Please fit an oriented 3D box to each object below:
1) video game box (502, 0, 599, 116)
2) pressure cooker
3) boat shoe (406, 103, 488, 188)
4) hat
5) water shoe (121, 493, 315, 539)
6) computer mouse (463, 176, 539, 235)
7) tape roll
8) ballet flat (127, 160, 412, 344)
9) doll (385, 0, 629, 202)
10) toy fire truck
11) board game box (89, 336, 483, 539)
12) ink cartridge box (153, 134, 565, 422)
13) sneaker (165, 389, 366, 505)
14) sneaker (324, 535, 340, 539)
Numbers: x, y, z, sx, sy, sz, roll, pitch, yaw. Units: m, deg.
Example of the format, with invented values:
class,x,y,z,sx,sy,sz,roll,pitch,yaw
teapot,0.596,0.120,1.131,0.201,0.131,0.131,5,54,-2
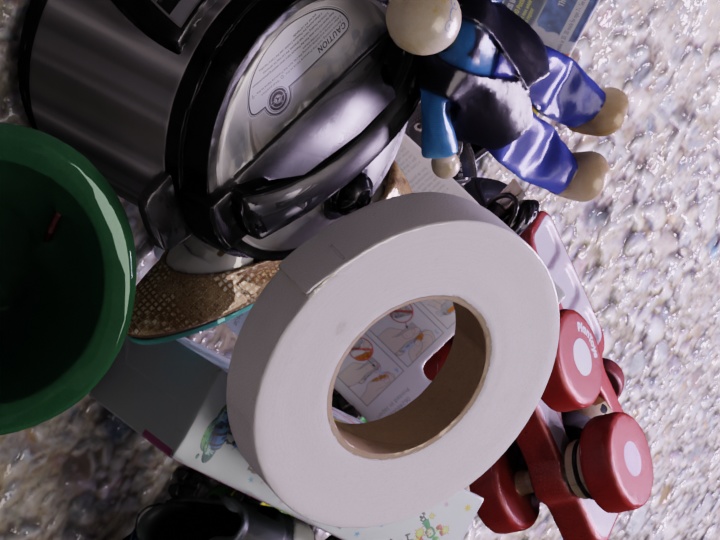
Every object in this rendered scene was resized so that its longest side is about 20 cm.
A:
class,x,y,z,sx,sy,sz,roll,pitch,yaw
video game box,0.049,-0.182,1.567,0.200,0.182,0.047,115,0,-52
pressure cooker,-0.065,-0.103,1.516,0.179,0.200,0.176,4,110,-52
boat shoe,0.055,-0.081,1.796,0.200,0.066,0.070,-39,139,-30
hat,-0.216,-0.007,1.540,0.165,0.176,0.200,1,108,-12
water shoe,-0.110,0.164,1.679,0.079,0.200,0.072,33,60,-31
computer mouse,0.063,-0.020,1.805,0.139,0.053,0.200,-53,-177,13
tape roll,0.019,0.052,1.544,0.203,0.037,0.203,-17,127,-24
ballet flat,-0.056,-0.020,1.603,0.200,0.071,0.065,-23,123,-26
doll,0.075,-0.109,1.505,0.200,0.048,0.137,29,76,-50
toy fire truck,0.134,0.078,1.868,0.200,0.112,0.168,62,33,-20
board game box,-0.046,0.106,1.663,0.200,0.148,0.064,27,91,-28
ink cartridge box,0.000,0.000,1.676,0.160,0.200,0.047,-43,173,-26
sneaker,-0.043,0.116,1.812,0.200,0.078,0.085,-43,148,-11
sneaker,-0.021,0.204,1.850,0.112,0.073,0.200,-43,173,-31
